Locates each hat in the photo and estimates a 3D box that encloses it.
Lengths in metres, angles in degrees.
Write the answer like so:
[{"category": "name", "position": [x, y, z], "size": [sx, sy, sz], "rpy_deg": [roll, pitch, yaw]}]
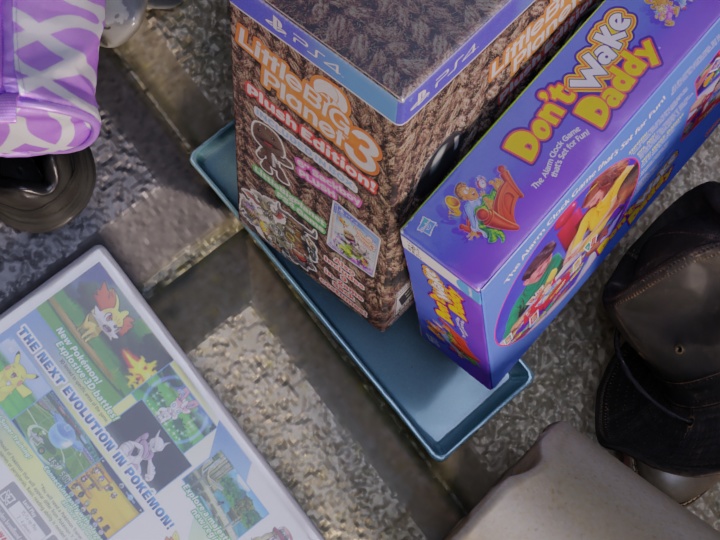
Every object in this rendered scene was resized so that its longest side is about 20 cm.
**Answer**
[{"category": "hat", "position": [0.174, 0.006, 0.941], "size": [0.201, 0.201, 0.081], "rpy_deg": [-45, 109, -15]}]

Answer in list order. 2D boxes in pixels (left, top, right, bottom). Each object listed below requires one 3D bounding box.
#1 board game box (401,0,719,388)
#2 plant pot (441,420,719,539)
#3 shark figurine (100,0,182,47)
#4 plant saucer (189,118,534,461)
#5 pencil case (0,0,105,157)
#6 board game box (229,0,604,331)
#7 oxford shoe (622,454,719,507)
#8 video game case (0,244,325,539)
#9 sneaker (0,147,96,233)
[{"category": "board game box", "position": [0.104, -0.052, 0.913], "size": [0.045, 0.135, 0.200], "rpy_deg": [38, 76, 18]}, {"category": "plant pot", "position": [0.115, 0.179, 0.928], "size": [0.183, 0.200, 0.200], "rpy_deg": [42, 75, 6]}, {"category": "shark figurine", "position": [-0.110, -0.179, 0.983], "size": [0.089, 0.128, 0.215], "rpy_deg": [31, 57, -33]}, {"category": "plant saucer", "position": [0.000, 0.000, 1.001], "size": [0.070, 0.019, 0.200], "rpy_deg": [-40, 93, -15]}, {"category": "pencil case", "position": [-0.153, -0.149, 0.863], "size": [0.084, 0.086, 0.201], "rpy_deg": [-4, 78, -8]}, {"category": "board game box", "position": [0.029, -0.096, 0.902], "size": [0.097, 0.200, 0.159], "rpy_deg": [38, 66, 18]}, {"category": "oxford shoe", "position": [0.207, 0.038, 1.014], "size": [0.070, 0.075, 0.200], "rpy_deg": [38, 77, -8]}, {"category": "video game case", "position": [-0.138, 0.120, 0.951], "size": [0.182, 0.022, 0.200], "rpy_deg": [-37, 91, -15]}, {"category": "sneaker", "position": [-0.204, -0.101, 0.928], "size": [0.200, 0.091, 0.076], "rpy_deg": [40, 85, -4]}]
